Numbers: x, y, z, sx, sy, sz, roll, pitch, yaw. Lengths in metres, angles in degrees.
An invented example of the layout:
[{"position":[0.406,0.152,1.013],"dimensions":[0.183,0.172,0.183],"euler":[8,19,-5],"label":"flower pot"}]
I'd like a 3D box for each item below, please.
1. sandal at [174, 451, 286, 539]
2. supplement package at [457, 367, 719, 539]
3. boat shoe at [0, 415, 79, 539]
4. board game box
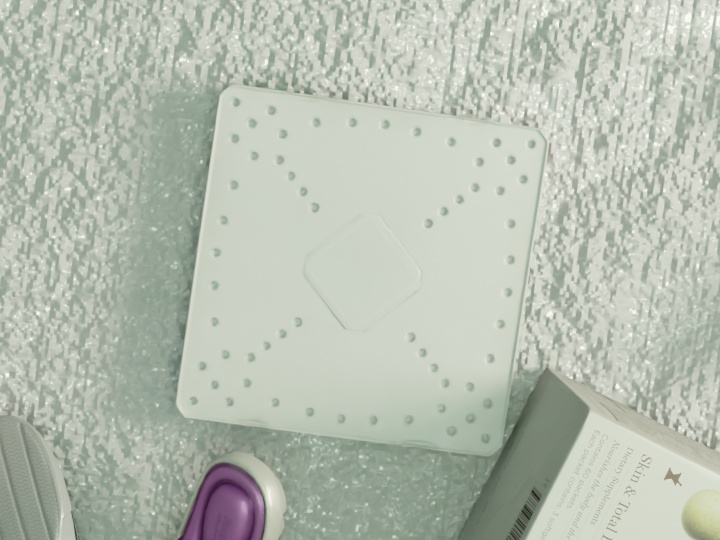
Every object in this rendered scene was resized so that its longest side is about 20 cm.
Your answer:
[{"position":[-0.099,0.201,1.738],"dimensions":[0.082,0.050,0.203],"euler":[23,112,31],"label":"sandal"},{"position":[0.175,0.177,1.738],"dimensions":[0.199,0.151,0.152],"euler":[26,94,-9],"label":"supplement package"},{"position":[-0.192,0.187,1.743],"dimensions":[0.072,0.071,0.201],"euler":[-15,79,9],"label":"boat shoe"},{"position":[0.000,0.000,1.758],"dimensions":[0.199,0.026,0.201],"euler":[8,96,-7],"label":"board game box"}]
